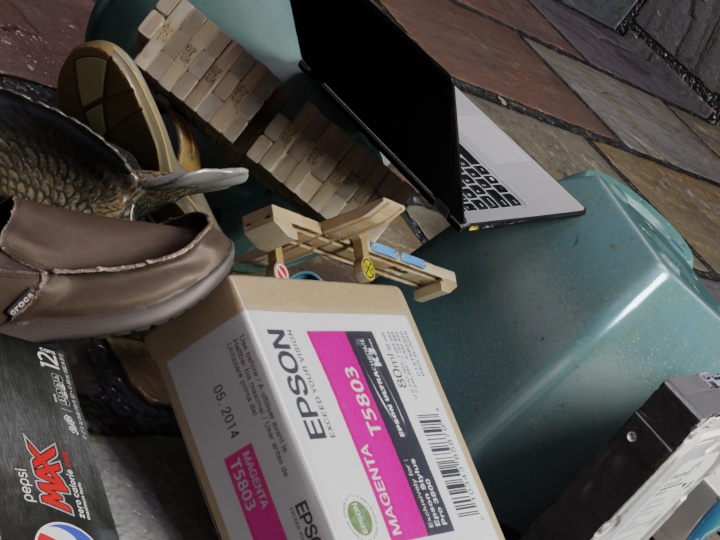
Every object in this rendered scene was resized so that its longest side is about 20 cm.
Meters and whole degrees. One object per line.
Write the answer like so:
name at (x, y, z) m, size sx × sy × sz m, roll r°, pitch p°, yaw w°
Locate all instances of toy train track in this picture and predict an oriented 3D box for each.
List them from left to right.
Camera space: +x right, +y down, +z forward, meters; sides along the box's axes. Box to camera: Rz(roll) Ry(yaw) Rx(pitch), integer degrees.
toy train track at (0.000, 0.000, 0.847) m, size 0.199 × 0.114 × 0.033 m, roll 18°, pitch 58°, yaw -53°

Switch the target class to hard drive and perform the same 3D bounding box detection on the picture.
hard drive at (0.163, 0.146, 0.860) m, size 0.038 × 0.201 × 0.139 m, roll 47°, pitch 23°, yaw 24°

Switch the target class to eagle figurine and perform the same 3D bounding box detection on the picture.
eagle figurine at (-0.181, -0.043, 0.794) m, size 0.200 × 0.152 × 0.151 m, roll 44°, pitch 42°, yaw 1°

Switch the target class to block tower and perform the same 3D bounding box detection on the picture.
block tower at (-0.061, -0.092, 0.886) m, size 0.199 × 0.054 × 0.058 m, roll 39°, pitch -8°, yaw -6°

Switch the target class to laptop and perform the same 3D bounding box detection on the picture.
laptop at (0.049, -0.128, 0.885) m, size 0.198 × 0.117 × 0.188 m, roll -8°, pitch 45°, yaw -42°

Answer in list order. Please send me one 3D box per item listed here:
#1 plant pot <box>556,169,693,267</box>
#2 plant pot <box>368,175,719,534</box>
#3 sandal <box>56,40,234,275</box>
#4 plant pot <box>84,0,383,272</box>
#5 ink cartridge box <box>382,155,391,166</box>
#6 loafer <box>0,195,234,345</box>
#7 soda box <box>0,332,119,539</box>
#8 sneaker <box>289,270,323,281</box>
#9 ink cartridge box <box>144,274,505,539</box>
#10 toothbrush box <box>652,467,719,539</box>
plant pot at (0.206, 0.009, 1.250) m, size 0.199 × 0.161 × 0.201 m, roll 33°, pitch 22°, yaw -15°
plant pot at (0.150, 0.055, 0.977) m, size 0.195 × 0.200 × 0.197 m, roll 36°, pitch 19°, yaw -37°
sandal at (-0.132, -0.073, 0.894) m, size 0.054 × 0.080 × 0.201 m, roll -60°, pitch 140°, yaw -33°
plant pot at (-0.085, -0.119, 1.026) m, size 0.199 × 0.200 × 0.197 m, roll 14°, pitch 40°, yaw -45°
ink cartridge box at (0.007, -0.185, 1.417) m, size 0.146 × 0.084 × 0.200 m, roll 44°, pitch 22°, yaw 13°
loafer at (-0.158, -0.002, 0.686) m, size 0.198 × 0.072 × 0.073 m, roll -15°, pitch 18°, yaw -22°
soda box at (-0.150, 0.118, 0.593) m, size 0.063 × 0.071 × 0.201 m, roll 21°, pitch 28°, yaw -39°
sneaker at (-0.034, 0.039, 0.917) m, size 0.074 × 0.082 × 0.200 m, roll 44°, pitch 22°, yaw 13°
ink cartridge box at (-0.011, 0.107, 0.762) m, size 0.164 × 0.075 × 0.202 m, roll 5°, pitch 58°, yaw -55°
toothbrush box at (0.291, 0.133, 1.167) m, size 0.199 × 0.086 × 0.147 m, roll -15°, pitch 54°, yaw -42°
